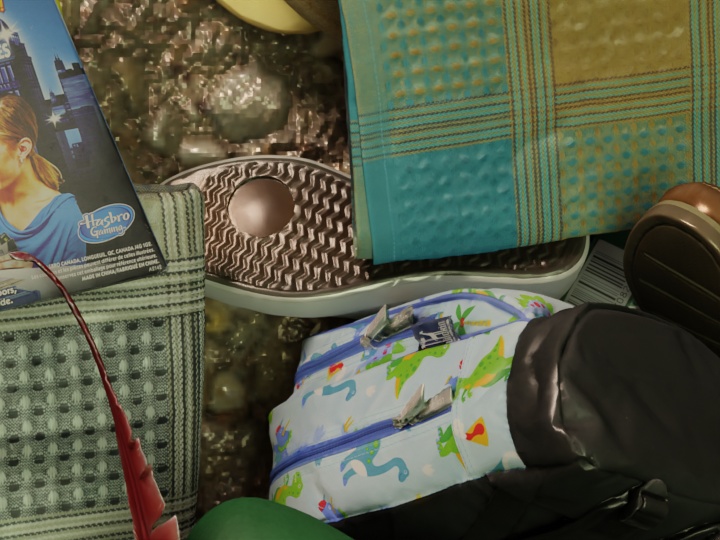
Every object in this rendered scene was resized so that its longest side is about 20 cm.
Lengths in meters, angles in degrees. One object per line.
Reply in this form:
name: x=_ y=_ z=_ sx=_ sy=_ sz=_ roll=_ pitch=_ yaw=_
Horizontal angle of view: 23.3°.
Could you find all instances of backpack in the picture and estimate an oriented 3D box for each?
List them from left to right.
backpack: x=0.050 y=0.078 z=0.744 sx=0.162 sy=0.155 sz=0.200 roll=17 pitch=138 yaw=-44

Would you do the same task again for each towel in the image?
towel: x=-0.153 y=0.060 z=0.695 sx=0.198 sy=0.034 sz=0.194 roll=-3 pitch=104 yaw=-28
towel: x=0.088 y=-0.082 z=0.732 sx=0.198 sy=0.022 sz=0.148 roll=-8 pitch=114 yaw=-10

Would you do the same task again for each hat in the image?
hat: x=-0.066 y=0.116 z=0.683 sx=0.176 sy=0.165 sz=0.201 roll=40 pitch=114 yaw=19

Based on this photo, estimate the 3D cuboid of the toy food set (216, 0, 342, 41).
toy food set: x=0.026 y=-0.190 z=0.781 sx=0.196 sy=0.049 sz=0.202 roll=13 pitch=95 yaw=-22

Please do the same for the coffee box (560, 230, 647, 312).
coffee box: x=0.173 y=-0.020 z=0.845 sx=0.123 sy=0.044 sz=0.201 roll=32 pitch=87 yaw=-46

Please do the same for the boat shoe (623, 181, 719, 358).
boat shoe: x=0.171 y=0.012 z=0.782 sx=0.068 sy=0.072 sz=0.200 roll=-47 pitch=147 yaw=-12

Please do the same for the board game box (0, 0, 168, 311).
board game box: x=-0.184 y=-0.077 z=0.611 sx=0.199 sy=0.062 sz=0.202 roll=-13 pitch=98 yaw=-28

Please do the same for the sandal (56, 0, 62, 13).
sandal: x=-0.169 y=-0.094 z=0.722 sx=0.086 sy=0.079 sz=0.202 roll=5 pitch=107 yaw=14

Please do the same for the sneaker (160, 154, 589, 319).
sneaker: x=0.000 y=0.000 z=0.797 sx=0.198 sy=0.085 sz=0.073 roll=6 pitch=66 yaw=-1
